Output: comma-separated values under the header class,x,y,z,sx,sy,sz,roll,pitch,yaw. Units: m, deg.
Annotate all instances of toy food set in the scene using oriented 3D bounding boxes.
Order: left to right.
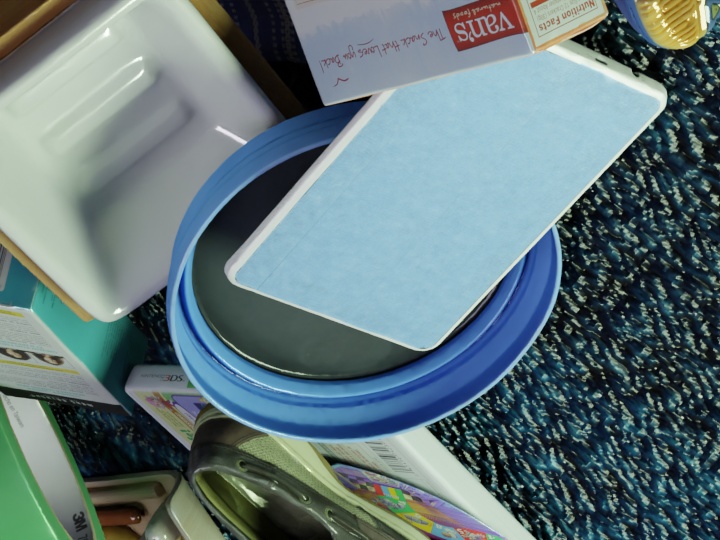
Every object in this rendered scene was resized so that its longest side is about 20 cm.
class,x,y,z,sx,sy,sz,roll,pitch,yaw
toy food set,-0.148,0.207,1.833,0.200,0.060,0.144,-9,122,46

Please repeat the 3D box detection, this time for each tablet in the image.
class,x,y,z,sx,sy,sz,roll,pitch,yaw
tablet,0.039,-0.041,1.339,0.130,0.014,0.200,21,129,-30

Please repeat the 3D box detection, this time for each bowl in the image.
class,x,y,z,sx,sy,sz,roll,pitch,yaw
bowl,0.000,0.000,1.412,0.201,0.039,0.201,-7,130,-9

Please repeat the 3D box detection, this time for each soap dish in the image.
class,x,y,z,sx,sy,sz,roll,pitch,yaw
soap dish,-0.126,-0.078,1.371,0.081,0.157,0.200,54,-177,38

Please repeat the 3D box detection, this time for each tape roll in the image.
class,x,y,z,sx,sy,sz,roll,pitch,yaw
tape roll,-0.213,0.118,1.699,0.200,0.048,0.201,-25,-90,-87

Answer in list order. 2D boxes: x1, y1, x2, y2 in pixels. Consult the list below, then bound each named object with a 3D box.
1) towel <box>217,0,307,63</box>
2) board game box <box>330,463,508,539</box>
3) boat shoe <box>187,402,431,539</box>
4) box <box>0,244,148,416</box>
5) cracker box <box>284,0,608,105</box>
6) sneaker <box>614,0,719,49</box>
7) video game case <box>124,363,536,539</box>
class,x,y,z,sx,sy,sz,roll,pitch,yaw
towel,-0.058,-0.162,1.404,0.200,0.024,0.145,5,130,38
board game box,0.014,0.177,1.626,0.158,0.039,0.200,32,154,-17
boat shoe,-0.021,0.155,1.542,0.201,0.066,0.072,44,129,-15
box,-0.184,0.025,1.552,0.082,0.049,0.200,9,163,13
cracker box,0.011,-0.180,1.194,0.134,0.058,0.200,-9,104,47
sneaker,0.101,-0.190,1.206,0.088,0.075,0.200,6,123,48
video game case,-0.012,0.116,1.605,0.182,0.022,0.200,0,146,41
